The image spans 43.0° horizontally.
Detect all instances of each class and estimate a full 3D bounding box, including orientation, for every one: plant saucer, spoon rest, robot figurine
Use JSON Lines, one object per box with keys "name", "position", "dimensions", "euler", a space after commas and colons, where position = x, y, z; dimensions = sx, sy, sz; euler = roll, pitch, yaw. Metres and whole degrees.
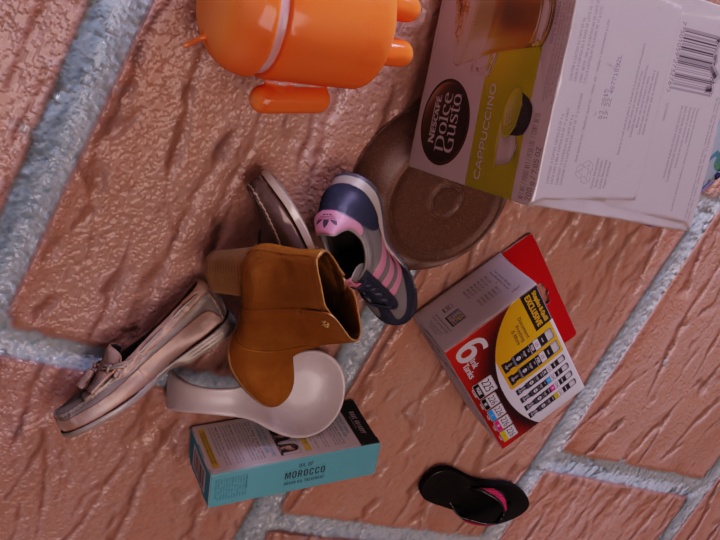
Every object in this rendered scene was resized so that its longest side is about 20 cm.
{"name": "plant saucer", "position": [0.084, -0.080, 0.969], "dimensions": [0.200, 0.037, 0.201], "euler": [-14, 125, -21]}
{"name": "spoon rest", "position": [-0.104, 0.134, 0.981], "dimensions": [0.199, 0.061, 0.100], "euler": [2, 98, -27]}
{"name": "robot figurine", "position": [-0.050, -0.216, 0.764], "dimensions": [0.200, 0.117, 0.144], "euler": [0, 146, -29]}

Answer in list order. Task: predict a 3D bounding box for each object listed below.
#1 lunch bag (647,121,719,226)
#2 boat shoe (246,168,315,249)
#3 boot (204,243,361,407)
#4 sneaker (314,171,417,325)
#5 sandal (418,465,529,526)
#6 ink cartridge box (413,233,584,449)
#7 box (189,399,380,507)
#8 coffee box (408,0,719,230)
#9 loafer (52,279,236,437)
{"name": "lunch bag", "position": [0.329, -0.153, 1.026], "dimensions": [0.161, 0.082, 0.200], "euler": [-41, 128, 4]}
{"name": "boat shoe", "position": [-0.070, -0.010, 0.911], "dimensions": [0.059, 0.072, 0.200], "euler": [-27, 128, -3]}
{"name": "boot", "position": [-0.061, 0.063, 0.875], "dimensions": [0.071, 0.144, 0.202], "euler": [-51, 135, -41]}
{"name": "sneaker", "position": [0.000, 0.000, 0.933], "dimensions": [0.082, 0.070, 0.200], "euler": [-62, 140, -38]}
{"name": "sandal", "position": [0.161, 0.319, 1.252], "dimensions": [0.200, 0.045, 0.075], "euler": [25, 105, -37]}
{"name": "ink cartridge box", "position": [0.186, 0.085, 1.095], "dimensions": [0.175, 0.084, 0.200], "euler": [-36, 129, -4]}
{"name": "box", "position": [-0.085, 0.203, 1.027], "dimensions": [0.199, 0.082, 0.049], "euler": [-5, 123, -25]}
{"name": "coffee box", "position": [0.191, -0.164, 0.848], "dimensions": [0.200, 0.198, 0.200], "euler": [4, 104, -31]}
{"name": "loafer", "position": [-0.220, 0.082, 0.898], "dimensions": [0.200, 0.072, 0.063], "euler": [-34, 113, -13]}
